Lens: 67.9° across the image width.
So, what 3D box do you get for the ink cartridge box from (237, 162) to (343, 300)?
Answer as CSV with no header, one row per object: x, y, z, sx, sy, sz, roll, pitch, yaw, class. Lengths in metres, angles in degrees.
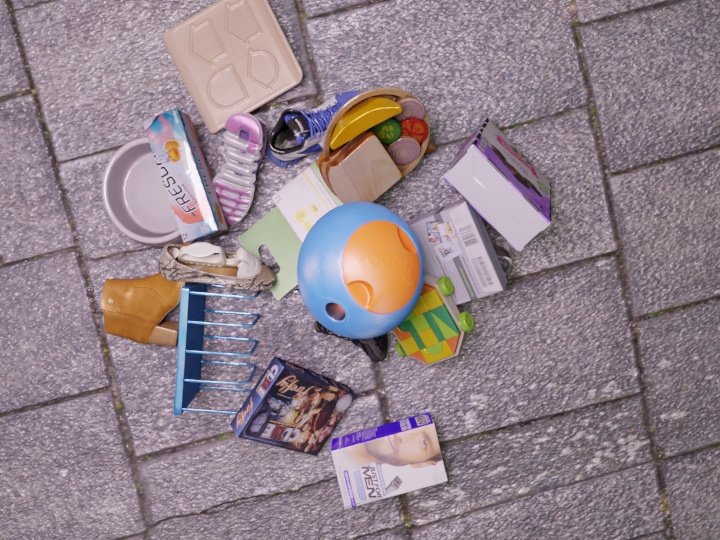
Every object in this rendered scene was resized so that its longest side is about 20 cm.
-0.112,-0.068,0.937,0.198,0.048,0.147,-37,77,1,ink cartridge box

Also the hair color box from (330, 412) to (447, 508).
0.051,0.347,0.980,0.194,0.065,0.113,-15,93,-2,hair color box

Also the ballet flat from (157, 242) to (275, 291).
-0.228,-0.010,0.877,0.194,0.069,0.076,7,138,-21,ballet flat

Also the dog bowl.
-0.358,-0.139,0.941,0.193,0.059,0.207,0,93,-1,dog bowl

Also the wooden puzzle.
-0.221,-0.369,0.939,0.196,0.046,0.189,-28,93,5,wooden puzzle

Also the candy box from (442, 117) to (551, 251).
0.232,-0.149,0.881,0.167,0.201,0.072,43,122,-4,candy box

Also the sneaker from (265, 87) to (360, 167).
-0.077,-0.241,0.912,0.195,0.115,0.082,-27,95,1,sneaker

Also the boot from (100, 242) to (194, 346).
-0.372,0.030,0.934,0.140,0.071,0.207,14,100,-6,boot

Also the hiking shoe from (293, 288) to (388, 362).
-0.030,0.088,0.963,0.100,0.076,0.202,-33,99,30,hiking shoe

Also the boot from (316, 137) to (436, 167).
0.027,-0.207,0.940,0.197,0.072,0.145,12,130,-37,boot

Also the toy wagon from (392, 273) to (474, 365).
0.095,0.064,0.917,0.153,0.040,0.203,-27,98,36,toy wagon

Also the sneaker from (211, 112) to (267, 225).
-0.207,-0.179,0.935,0.078,0.089,0.204,21,115,-3,sneaker

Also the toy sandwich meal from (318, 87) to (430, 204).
0.026,-0.189,0.851,0.199,0.071,0.209,-11,138,-10,toy sandwich meal

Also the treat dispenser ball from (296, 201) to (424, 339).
0.000,0.000,0.817,0.194,0.201,0.208,0,94,-1,treat dispenser ball

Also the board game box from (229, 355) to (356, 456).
-0.109,0.239,0.921,0.199,0.034,0.137,33,93,-46,board game box

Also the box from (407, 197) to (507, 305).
0.129,-0.015,0.910,0.197,0.041,0.159,-21,100,35,box

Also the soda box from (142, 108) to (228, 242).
-0.284,-0.151,0.877,0.062,0.068,0.206,-18,95,3,soda box

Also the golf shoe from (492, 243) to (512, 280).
0.176,-0.026,0.960,0.195,0.094,0.080,19,124,20,golf shoe

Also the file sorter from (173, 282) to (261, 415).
-0.240,0.128,0.923,0.119,0.139,0.207,4,94,-5,file sorter
